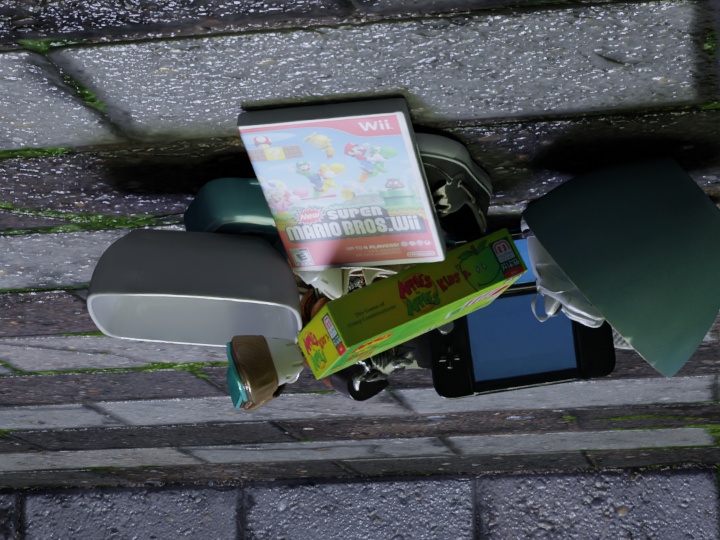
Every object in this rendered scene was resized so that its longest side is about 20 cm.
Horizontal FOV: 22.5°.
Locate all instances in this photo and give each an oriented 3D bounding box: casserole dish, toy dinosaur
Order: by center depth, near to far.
[{"bbox_3d":[-0.099,-0.041,1.685,0.120,0.039,0.200,7,165,-15],"label":"casserole dish"},{"bbox_3d":[-0.024,0.048,1.874,0.199,0.102,0.136,-32,133,11],"label":"toy dinosaur"}]

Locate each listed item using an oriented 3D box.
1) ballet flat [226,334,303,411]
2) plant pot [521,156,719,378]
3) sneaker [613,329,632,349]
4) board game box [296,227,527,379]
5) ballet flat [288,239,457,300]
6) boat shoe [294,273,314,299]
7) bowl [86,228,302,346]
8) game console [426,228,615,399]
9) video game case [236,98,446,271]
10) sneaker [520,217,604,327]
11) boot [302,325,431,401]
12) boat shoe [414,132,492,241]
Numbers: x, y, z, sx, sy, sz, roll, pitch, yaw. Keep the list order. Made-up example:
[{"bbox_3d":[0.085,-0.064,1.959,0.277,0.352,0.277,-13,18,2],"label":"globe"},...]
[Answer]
[{"bbox_3d":[-0.091,0.096,1.737,0.072,0.068,0.200,-16,168,-7],"label":"ballet flat"},{"bbox_3d":[0.260,-0.023,1.625,0.135,0.200,0.200,-43,155,9],"label":"plant pot"},{"bbox_3d":[0.272,0.054,2.150,0.198,0.075,0.082,2,-176,-1],"label":"sneaker"},{"bbox_3d":[0.047,0.031,1.685,0.199,0.048,0.102,-23,169,-24],"label":"board game box"},{"bbox_3d":[0.000,0.000,1.787,0.198,0.066,0.071,1,173,9],"label":"ballet flat"},{"bbox_3d":[-0.079,-0.007,1.876,0.072,0.076,0.200,40,-172,33],"label":"boat shoe"},{"bbox_3d":[-0.151,0.015,1.691,0.198,0.075,0.200,3,167,-2],"label":"bowl"},{"bbox_3d":[0.169,0.041,1.873,0.198,0.172,0.118,-8,-178,-3],"label":"game console"},{"bbox_3d":[-0.013,-0.069,1.554,0.142,0.018,0.201,-4,142,12],"label":"video game case"},{"bbox_3d":[0.257,-0.005,1.774,0.198,0.116,0.075,-1,172,4],"label":"sneaker"},{"bbox_3d":[0.011,0.072,2.076,0.188,0.069,0.200,-33,-152,-18],"label":"boot"},{"bbox_3d":[0.072,-0.074,1.618,0.068,0.057,0.200,-7,165,24],"label":"boat shoe"}]
